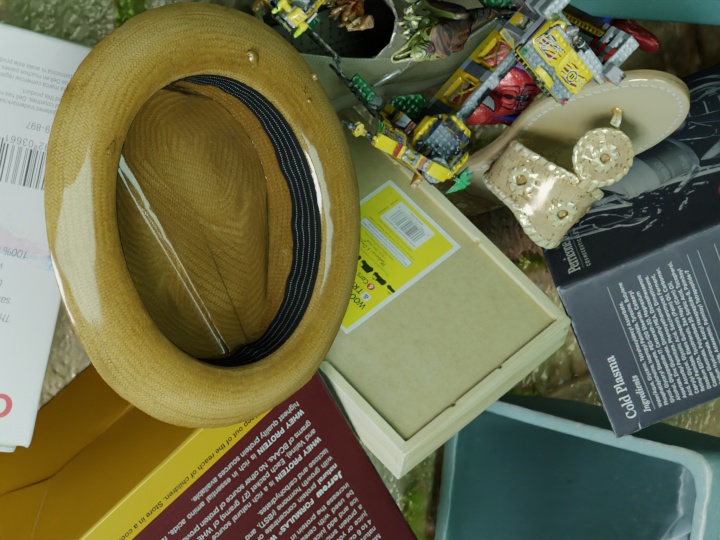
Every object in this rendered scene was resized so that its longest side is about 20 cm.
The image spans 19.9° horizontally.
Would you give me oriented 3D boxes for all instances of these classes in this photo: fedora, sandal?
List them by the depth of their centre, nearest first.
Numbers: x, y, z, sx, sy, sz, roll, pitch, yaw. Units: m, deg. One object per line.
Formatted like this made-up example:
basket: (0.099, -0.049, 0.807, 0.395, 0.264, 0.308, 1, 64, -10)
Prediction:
fedora: (-0.088, -0.025, 0.977, 0.200, 0.082, 0.202, -2, 93, -42)
sandal: (0.096, -0.042, 1.120, 0.077, 0.211, 0.070, 22, 63, -37)

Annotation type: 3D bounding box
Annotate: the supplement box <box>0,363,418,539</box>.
supplement box: (-0.090, 0.161, 1.079, 0.197, 0.132, 0.201, -42, 120, -22)

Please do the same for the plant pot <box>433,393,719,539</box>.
plant pot: (0.180, 0.181, 1.250, 0.199, 0.196, 0.197, -1, 99, -45)

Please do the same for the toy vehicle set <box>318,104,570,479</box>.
toy vehicle set: (0.000, 0.000, 1.092, 0.124, 0.200, 0.027, -35, 158, -24)

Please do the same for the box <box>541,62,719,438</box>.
box: (0.196, -0.024, 1.169, 0.181, 0.200, 0.105, -23, 115, 6)

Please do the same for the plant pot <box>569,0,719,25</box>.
plant pot: (0.129, -0.229, 1.136, 0.199, 0.142, 0.142, -5, 140, -21)

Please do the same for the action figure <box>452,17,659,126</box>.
action figure: (0.135, -0.111, 1.183, 0.199, 0.099, 0.066, -28, 146, -41)

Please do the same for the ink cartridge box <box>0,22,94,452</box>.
ink cartridge box: (-0.217, -0.024, 0.983, 0.145, 0.087, 0.201, 11, 90, -36)

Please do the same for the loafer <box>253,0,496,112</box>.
loafer: (0.012, -0.136, 1.122, 0.199, 0.068, 0.076, -29, 75, -27)

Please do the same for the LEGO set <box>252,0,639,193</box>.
LEGO set: (0.043, -0.127, 1.023, 0.154, 0.116, 0.200, -40, 125, -8)
